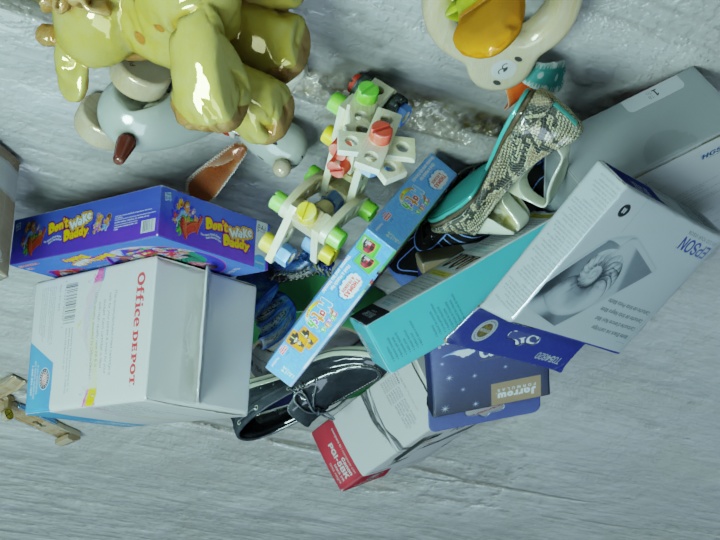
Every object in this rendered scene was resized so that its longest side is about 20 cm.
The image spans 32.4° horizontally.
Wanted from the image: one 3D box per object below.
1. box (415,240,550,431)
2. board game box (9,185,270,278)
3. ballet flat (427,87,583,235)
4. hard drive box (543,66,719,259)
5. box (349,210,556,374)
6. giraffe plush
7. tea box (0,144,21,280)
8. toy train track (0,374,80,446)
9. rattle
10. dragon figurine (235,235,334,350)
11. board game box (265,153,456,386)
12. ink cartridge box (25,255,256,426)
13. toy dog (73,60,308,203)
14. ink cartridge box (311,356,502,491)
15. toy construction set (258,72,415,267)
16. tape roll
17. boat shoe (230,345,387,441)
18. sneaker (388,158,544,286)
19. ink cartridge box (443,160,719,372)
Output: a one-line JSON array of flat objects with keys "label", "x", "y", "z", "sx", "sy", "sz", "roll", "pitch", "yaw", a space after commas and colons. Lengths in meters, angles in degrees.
[{"label": "box", "x": 0.120, "y": 0.067, "z": 1.185, "sx": 0.121, "sy": 0.032, "sz": 0.200, "roll": -10, "pitch": 117, "yaw": -9}, {"label": "board game box", "x": -0.201, "y": -0.023, "z": 1.125, "sx": 0.200, "sy": 0.045, "sz": 0.134, "roll": -9, "pitch": 162, "yaw": 37}, {"label": "ballet flat", "x": 0.125, "y": -0.073, "z": 1.049, "sx": 0.075, "sy": 0.068, "sz": 0.200, "roll": 35, "pitch": 142, "yaw": -1}, {"label": "hard drive box", "x": 0.249, "y": -0.063, "z": 1.121, "sx": 0.156, "sy": 0.077, "sz": 0.200, "roll": -26, "pitch": 147, "yaw": -11}, {"label": "box", "x": 0.093, "y": 0.016, "z": 1.085, "sx": 0.200, "sy": 0.049, "sz": 0.082, "roll": -30, "pitch": -172, "yaw": -7}, {"label": "giraffe plush", "x": -0.150, "y": -0.182, "z": 0.896, "sx": 0.162, "sy": 0.173, "sz": 0.200, "roll": 3, "pitch": 162, "yaw": 28}, {"label": "tea box", "x": -0.426, "y": -0.062, "z": 1.032, "sx": 0.196, "sy": 0.134, "sz": 0.200, "roll": -18, "pitch": 144, "yaw": 20}, {"label": "toy train track", "x": -0.412, "y": 0.175, "z": 1.467, "sx": 0.115, "sy": 0.033, "sz": 0.200, "roll": -25, "pitch": 142, "yaw": 26}, {"label": "rattle", "x": 0.126, "y": -0.159, "z": 0.965, "sx": 0.130, "sy": 0.143, "sz": 0.200, "roll": -22, "pitch": 140, "yaw": -7}, {"label": "dragon figurine", "x": -0.103, "y": 0.036, "z": 1.212, "sx": 0.099, "sy": 0.200, "sz": 0.059, "roll": 21, "pitch": 158, "yaw": 34}, {"label": "board game box", "x": 0.000, "y": 0.000, "z": 1.135, "sx": 0.037, "sy": 0.151, "sz": 0.200, "roll": 39, "pitch": 129, "yaw": 0}, {"label": "ink cartridge box", "x": -0.193, "y": 0.070, "z": 1.134, "sx": 0.200, "sy": 0.129, "sz": 0.125, "roll": -9, "pitch": 162, "yaw": 39}, {"label": "toy dog", "x": -0.138, "y": -0.111, "z": 1.030, "sx": 0.200, "sy": 0.096, "sz": 0.132, "roll": 2, "pitch": 146, "yaw": -10}, {"label": "ink cartridge box", "x": 0.063, "y": 0.162, "z": 1.418, "sx": 0.147, "sy": 0.083, "sz": 0.200, "roll": -12, "pitch": 158, "yaw": -44}, {"label": "toy construction set", "x": -0.014, "y": -0.087, "z": 1.044, "sx": 0.092, "sy": 0.131, "sz": 0.200, "roll": 42, "pitch": 147, "yaw": 0}, {"label": "tape roll", "x": -0.055, "y": 0.080, "z": 1.360, "sx": 0.200, "sy": 0.048, "sz": 0.201, "roll": -4, "pitch": 146, "yaw": -2}, {"label": "boat shoe", "x": -0.057, "y": 0.136, "z": 1.347, "sx": 0.200, "sy": 0.062, "sz": 0.075, "roll": -20, "pitch": 141, "yaw": 18}, {"label": "sneaker", "x": 0.097, "y": -0.054, "z": 1.174, "sx": 0.200, "sy": 0.070, "sz": 0.078, "roll": -31, "pitch": 136, "yaw": 22}, {"label": "ink cartridge box", "x": 0.195, "y": 0.015, "z": 1.055, "sx": 0.199, "sy": 0.041, "sz": 0.200, "roll": 16, "pitch": 120, "yaw": -50}]
